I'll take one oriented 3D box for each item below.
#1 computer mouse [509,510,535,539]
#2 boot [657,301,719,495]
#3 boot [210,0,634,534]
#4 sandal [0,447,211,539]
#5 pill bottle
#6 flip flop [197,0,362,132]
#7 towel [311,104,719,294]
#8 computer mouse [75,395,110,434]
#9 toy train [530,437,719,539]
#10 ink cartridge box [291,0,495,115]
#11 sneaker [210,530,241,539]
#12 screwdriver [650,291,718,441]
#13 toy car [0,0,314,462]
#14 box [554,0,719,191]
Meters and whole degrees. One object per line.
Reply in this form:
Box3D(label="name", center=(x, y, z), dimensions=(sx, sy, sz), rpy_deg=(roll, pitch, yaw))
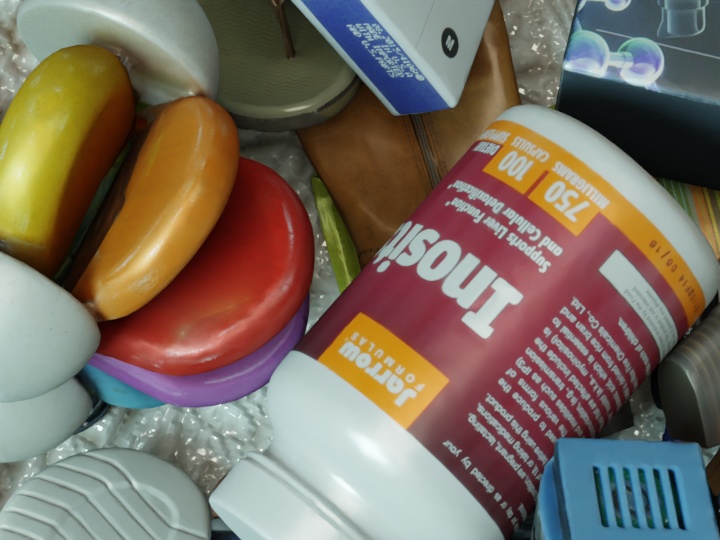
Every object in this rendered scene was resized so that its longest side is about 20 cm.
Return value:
Box3D(label="computer mouse", center=(0.062, 0.195, 1.168), dimensions=(0.109, 0.044, 0.201), rpy_deg=(-3, 84, -33))
Box3D(label="boot", center=(0.196, 0.078, 1.169), dimensions=(0.146, 0.070, 0.201), rpy_deg=(-22, 120, -26))
Box3D(label="boot", center=(0.000, 0.000, 1.185), dimensions=(0.188, 0.068, 0.201), rpy_deg=(-20, 85, 2))
Box3D(label="sandal", center=(-0.129, 0.144, 1.132), dimensions=(0.082, 0.050, 0.203), rpy_deg=(37, 43, -1))
Box3D(label="pill bottle", center=(0.038, 0.042, 1.099), dimensions=(0.113, 0.113, 0.200), rpy_deg=(40, 79, 8))
Box3D(label="flip flop", center=(-0.035, -0.147, 1.197), dimensions=(0.081, 0.058, 0.201), rpy_deg=(-1, 62, 13))
Box3D(label="towel", center=(0.084, -0.029, 1.222), dimensions=(0.199, 0.018, 0.086), rpy_deg=(-16, 80, 1))
Box3D(label="computer mouse", center=(-0.174, -0.032, 1.221), dimensions=(0.200, 0.053, 0.139), rpy_deg=(28, 85, 7))
Box3D(label="toy train", center=(0.114, 0.154, 1.085), dimensions=(0.114, 0.087, 0.200), rpy_deg=(4, 127, -3))
Box3D(label="ink cartridge box", center=(0.004, -0.199, 1.142), dimensions=(0.041, 0.200, 0.200), rpy_deg=(-5, 54, 36))
Box3D(label="sneaker", center=(-0.032, 0.189, 1.168), dimensions=(0.074, 0.082, 0.200), rpy_deg=(-31, 58, -18))
Box3D(label="screwdriver", center=(0.129, 0.099, 1.198), dimensions=(0.029, 0.028, 0.201), rpy_deg=(12, 84, -25))
Box3D(label="toy car", center=(-0.089, -0.008, 1.106), dimensions=(0.150, 0.200, 0.175), rpy_deg=(23, 70, 1))
Box3D(label="box", center=(0.173, -0.139, 1.176), dimensions=(0.148, 0.107, 0.201), rpy_deg=(13, 75, 5))
